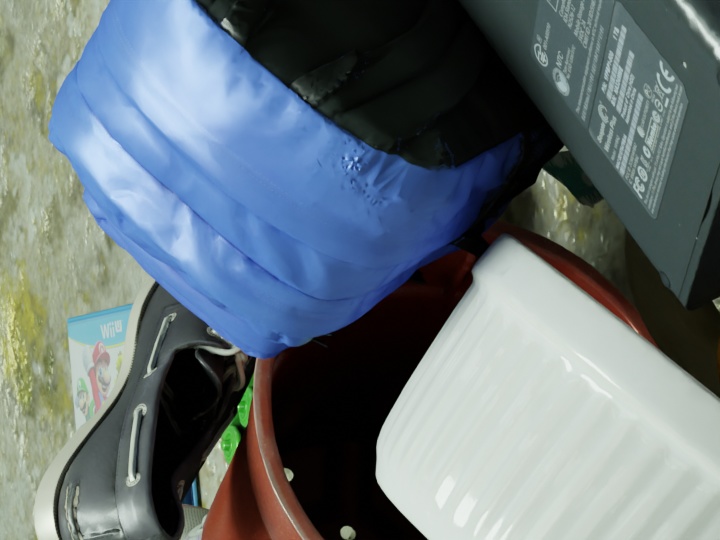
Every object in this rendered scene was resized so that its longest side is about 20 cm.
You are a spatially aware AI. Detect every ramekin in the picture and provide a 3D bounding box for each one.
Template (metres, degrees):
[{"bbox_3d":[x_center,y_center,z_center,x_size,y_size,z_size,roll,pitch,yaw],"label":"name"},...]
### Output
[{"bbox_3d":[0.099,0.087,0.921,0.105,0.200,0.200,-52,39,2],"label":"ramekin"}]

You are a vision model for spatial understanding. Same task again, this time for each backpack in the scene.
[{"bbox_3d":[-0.021,-0.051,0.939,0.162,0.200,0.168,37,114,8],"label":"backpack"}]

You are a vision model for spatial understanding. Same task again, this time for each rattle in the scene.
[{"bbox_3d":[0.108,-0.016,0.955,0.200,0.143,0.130,43,141,25],"label":"rattle"}]

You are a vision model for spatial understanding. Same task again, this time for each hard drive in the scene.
[{"bbox_3d":[0.076,-0.100,0.831,0.200,0.033,0.140,56,162,24],"label":"hard drive"}]

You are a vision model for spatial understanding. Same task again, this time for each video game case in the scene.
[{"bbox_3d":[-0.142,0.123,1.538,0.143,0.018,0.200,-12,82,60],"label":"video game case"}]

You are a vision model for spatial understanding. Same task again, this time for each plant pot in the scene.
[{"bbox_3d":[0.020,0.107,1.110,0.195,0.200,0.201,126,133,-56],"label":"plant pot"}]

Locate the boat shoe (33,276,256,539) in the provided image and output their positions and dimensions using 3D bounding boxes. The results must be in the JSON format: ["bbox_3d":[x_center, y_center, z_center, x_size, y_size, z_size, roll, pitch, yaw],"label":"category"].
[{"bbox_3d":[-0.071,0.054,1.066,0.063,0.200,0.073,-13,124,36],"label":"boat shoe"}]

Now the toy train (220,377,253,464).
[{"bbox_3d":[-0.038,0.027,1.335,0.056,0.042,0.200,-111,34,-47],"label":"toy train"}]

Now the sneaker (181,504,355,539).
[{"bbox_3d":[-0.046,0.154,1.327,0.200,0.081,0.088,17,106,49],"label":"sneaker"}]
